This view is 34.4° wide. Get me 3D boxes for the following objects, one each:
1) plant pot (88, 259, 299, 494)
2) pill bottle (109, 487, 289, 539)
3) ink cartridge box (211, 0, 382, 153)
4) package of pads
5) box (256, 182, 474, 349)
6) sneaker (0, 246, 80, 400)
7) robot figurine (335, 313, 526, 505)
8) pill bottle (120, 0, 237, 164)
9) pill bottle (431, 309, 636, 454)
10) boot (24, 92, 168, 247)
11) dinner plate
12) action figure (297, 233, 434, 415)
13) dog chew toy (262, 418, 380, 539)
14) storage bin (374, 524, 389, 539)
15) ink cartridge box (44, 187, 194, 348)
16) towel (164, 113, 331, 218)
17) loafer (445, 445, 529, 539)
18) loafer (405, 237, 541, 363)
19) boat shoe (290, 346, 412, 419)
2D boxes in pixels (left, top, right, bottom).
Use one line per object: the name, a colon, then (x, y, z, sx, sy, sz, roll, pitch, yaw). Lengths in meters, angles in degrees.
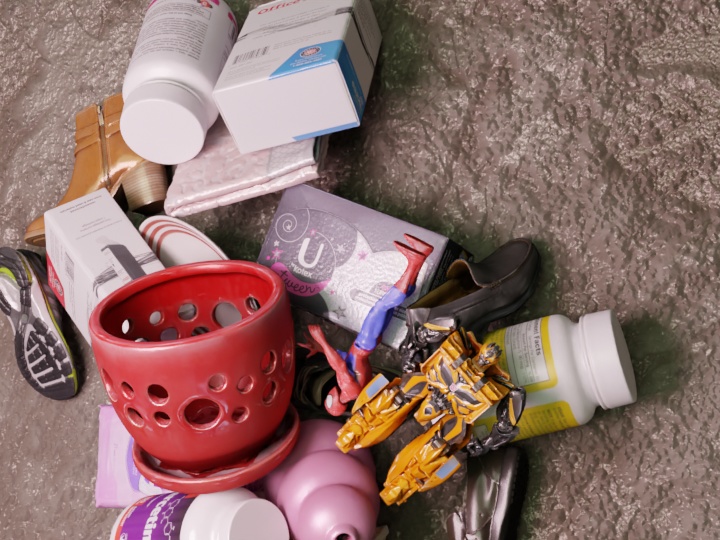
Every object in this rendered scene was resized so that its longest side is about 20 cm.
plant pot: (-0.160, 0.108, 1.178, 0.198, 0.201, 0.184, 3, 117, 21)
pill bottle: (-0.165, 0.281, 1.198, 0.199, 0.112, 0.114, -18, 74, 44)
ink cartridge box: (-0.064, -0.229, 1.289, 0.144, 0.084, 0.201, -12, 35, 18)
package of pads: (-0.208, 0.214, 1.335, 0.198, 0.076, 0.122, -2, 85, 21)
box: (0.000, 0.000, 1.269, 0.199, 0.115, 0.133, 22, 89, 22)
sneaker: (-0.387, 0.061, 1.430, 0.073, 0.081, 0.202, -17, 95, 20)
robot figurine: (0.068, 0.137, 1.126, 0.145, 0.058, 0.200, 47, 126, 8)
pill bottle: (-0.210, -0.225, 1.340, 0.112, 0.114, 0.201, -12, 45, 18)
pill bottle: (0.172, 0.111, 1.188, 0.198, 0.114, 0.115, -16, 76, 18)
boot: (-0.336, -0.123, 1.440, 0.198, 0.074, 0.156, -20, 76, 4)
dinner plate: (-0.178, 0.021, 1.319, 0.199, 0.201, 0.024, 36, 52, 22)
action figure: (-0.010, 0.049, 1.170, 0.098, 0.065, 0.202, 26, 108, 12)
dog chew toy: (-0.034, 0.234, 1.201, 0.123, 0.200, 0.126, -3, 104, -11)
storage bin: (-0.072, 0.358, 1.189, 0.197, 0.200, 0.095, -19, 91, 17)
ink cartridge box: (-0.279, 0.031, 1.341, 0.083, 0.145, 0.200, -26, 63, -28)
towel: (-0.120, -0.148, 1.320, 0.189, 0.032, 0.201, -14, 36, 18)
loafer: (0.123, 0.279, 1.209, 0.071, 0.073, 0.202, 8, 76, 26)
loafer: (0.119, 0.018, 1.194, 0.072, 0.200, 0.073, 1, 125, 43)
boat shoe: (-0.037, 0.122, 1.286, 0.198, 0.073, 0.075, 5, 83, 21)
